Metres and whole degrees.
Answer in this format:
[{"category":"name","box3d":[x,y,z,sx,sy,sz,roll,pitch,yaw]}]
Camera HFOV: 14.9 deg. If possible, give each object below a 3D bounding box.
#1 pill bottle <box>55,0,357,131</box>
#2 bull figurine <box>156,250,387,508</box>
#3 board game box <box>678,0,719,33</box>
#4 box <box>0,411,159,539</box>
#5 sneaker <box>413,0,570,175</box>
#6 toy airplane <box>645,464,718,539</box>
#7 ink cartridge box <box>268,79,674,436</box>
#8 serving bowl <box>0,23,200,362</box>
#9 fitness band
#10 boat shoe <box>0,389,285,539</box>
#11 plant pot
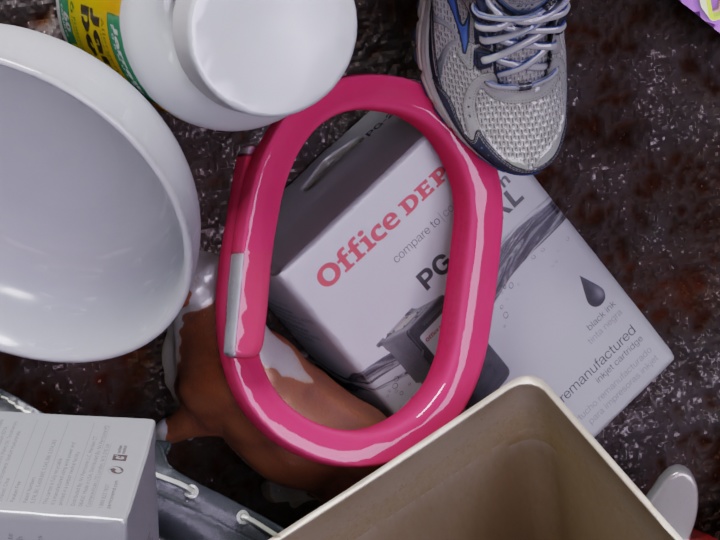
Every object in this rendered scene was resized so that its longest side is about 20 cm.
[{"category":"pill bottle","box3d":[-0.074,-0.128,1.350,0.113,0.200,0.113,-4,102,-20]},{"category":"bull figurine","box3d":[-0.053,0.076,1.440,0.200,0.121,0.065,40,41,-8]},{"category":"board game box","box3d":[0.227,-0.234,1.502,0.120,0.032,0.200,38,101,-7]},{"category":"box","box3d":[-0.202,0.143,1.334,0.200,0.098,0.125,3,117,4]},{"category":"sneaker","box3d":[0.067,-0.135,1.342,0.077,0.085,0.200,-15,111,-10]},{"category":"toy airplane","box3d":[0.226,0.190,1.578,0.200,0.141,0.199,-10,94,18]},{"category":"ink cartridge box","box3d":[0.049,0.018,1.489,0.145,0.083,0.200,-44,111,-9]},{"category":"serving bowl","box3d":[-0.166,-0.048,1.360,0.200,0.200,0.066,47,43,-22]},{"category":"fitness band","box3d":[0.000,0.000,1.394,0.143,0.037,0.200,9,87,-23]},{"category":"boat shoe","box3d":[-0.114,0.114,1.417,0.200,0.076,0.060,36,76,-5]},{"category":"plant pot","box3d":[0.072,0.214,1.375,0.200,0.200,0.177,-32,143,-12]}]
